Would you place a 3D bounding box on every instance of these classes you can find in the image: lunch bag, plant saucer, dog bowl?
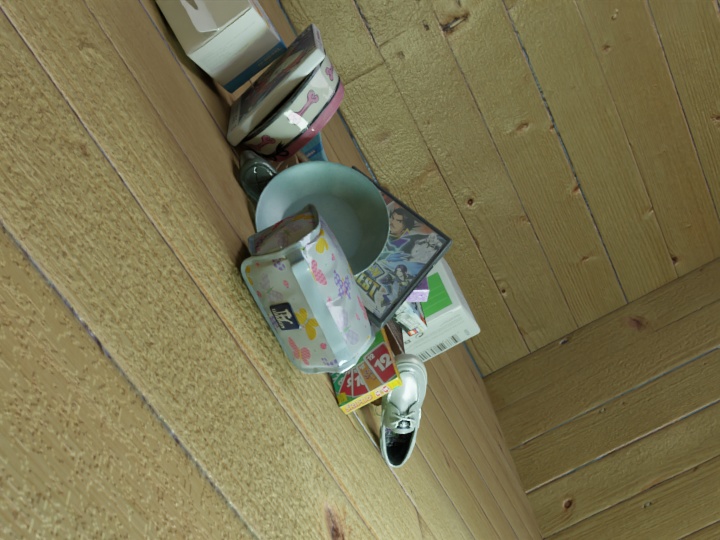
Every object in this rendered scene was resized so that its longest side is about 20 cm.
[{"bbox_3d":[-0.066,0.025,1.121,0.172,0.126,0.200,63,-2,-16],"label":"lunch bag"},{"bbox_3d":[-0.056,-0.066,1.311,0.039,0.197,0.204,105,-35,-61],"label":"plant saucer"},{"bbox_3d":[-0.107,-0.259,1.435,0.074,0.200,0.201,42,15,-22],"label":"dog bowl"}]

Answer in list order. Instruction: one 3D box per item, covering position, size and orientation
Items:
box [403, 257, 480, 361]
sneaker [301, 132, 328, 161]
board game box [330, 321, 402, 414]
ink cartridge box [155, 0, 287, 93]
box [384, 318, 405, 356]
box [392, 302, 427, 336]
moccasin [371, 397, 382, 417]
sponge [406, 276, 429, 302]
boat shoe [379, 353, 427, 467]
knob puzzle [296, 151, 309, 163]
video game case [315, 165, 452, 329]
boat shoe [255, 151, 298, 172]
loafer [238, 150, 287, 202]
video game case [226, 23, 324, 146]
[{"bbox_3d":[0.110,0.074,1.826,0.173,0.197,0.200,66,8,25],"label":"box"},{"bbox_3d":[-0.118,-0.236,1.704,0.130,0.078,0.203,42,-26,59],"label":"sneaker"},{"bbox_3d":[-0.008,0.108,1.326,0.030,0.094,0.202,55,12,-43],"label":"board game box"},{"bbox_3d":[-0.221,-0.393,1.400,0.130,0.124,0.200,58,6,13],"label":"ink cartridge box"},{"bbox_3d":[0.015,0.098,1.489,0.076,0.099,0.200,60,8,-14],"label":"box"},{"bbox_3d":[0.049,-0.008,1.491,0.137,0.039,0.203,48,23,-50],"label":"box"},{"bbox_3d":[0.039,0.191,1.482,0.078,0.073,0.201,54,-1,-2],"label":"moccasin"},{"bbox_3d":[0.000,0.000,1.367,0.030,0.196,0.113,98,-11,-45],"label":"sponge"},{"bbox_3d":[0.064,0.215,1.338,0.072,0.068,0.204,-96,-172,-51],"label":"boat shoe"},{"bbox_3d":[-0.110,-0.158,1.631,0.220,0.030,0.220,49,-14,16],"label":"knob puzzle"},{"bbox_3d":[0.009,-0.040,1.342,0.199,0.181,0.026,37,-26,13],"label":"video game case"},{"bbox_3d":[-0.157,-0.226,1.549,0.069,0.072,0.203,115,-35,-57],"label":"boat shoe"},{"bbox_3d":[-0.121,-0.107,1.386,0.201,0.071,0.063,55,5,-37],"label":"loafer"},{"bbox_3d":[-0.137,-0.301,1.433,0.023,0.199,0.183,42,15,-23],"label":"video game case"}]
